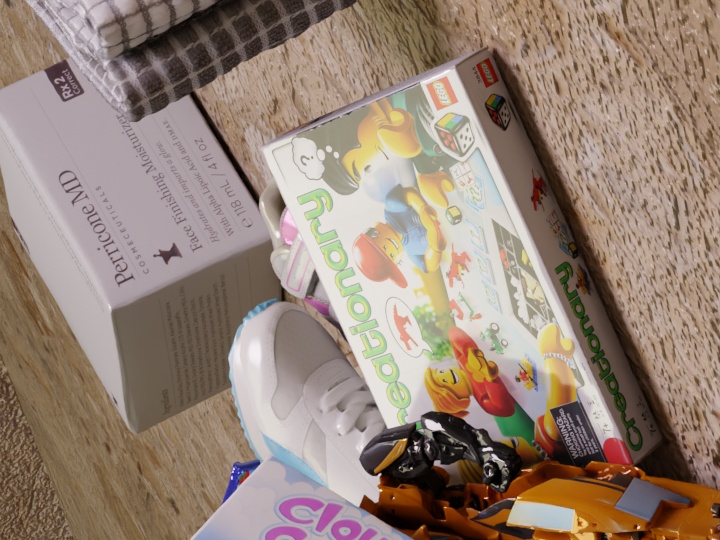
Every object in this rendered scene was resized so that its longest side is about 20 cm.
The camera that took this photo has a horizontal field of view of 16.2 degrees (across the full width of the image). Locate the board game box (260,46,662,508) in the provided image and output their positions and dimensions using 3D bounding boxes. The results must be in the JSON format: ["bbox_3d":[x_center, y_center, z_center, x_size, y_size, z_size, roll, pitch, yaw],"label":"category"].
[{"bbox_3d":[0.046,0.010,1.180,0.126,0.035,0.201,-20,97,40],"label":"board game box"}]

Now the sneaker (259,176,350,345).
[{"bbox_3d":[0.000,0.000,1.303,0.088,0.081,0.200,33,-177,-32],"label":"sneaker"}]

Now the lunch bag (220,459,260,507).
[{"bbox_3d":[0.000,0.162,1.529,0.150,0.094,0.200,21,159,-9],"label":"lunch bag"}]

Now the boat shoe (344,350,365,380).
[{"bbox_3d":[-0.004,0.105,1.586,0.065,0.071,0.200,61,165,13],"label":"boat shoe"}]

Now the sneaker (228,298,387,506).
[{"bbox_3d":[0.008,0.099,1.274,0.081,0.076,0.200,-28,94,42],"label":"sneaker"}]

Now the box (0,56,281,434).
[{"bbox_3d":[-0.157,-0.027,1.791,0.199,0.130,0.200,57,165,24],"label":"box"}]

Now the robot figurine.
[{"bbox_3d":[0.084,0.135,1.154,0.199,0.058,0.145,5,130,28],"label":"robot figurine"}]

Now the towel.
[{"bbox_3d":[-0.086,-0.167,1.220,0.200,0.165,0.086,48,165,49],"label":"towel"}]

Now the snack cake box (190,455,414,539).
[{"bbox_3d":[0.016,0.186,1.148,0.200,0.067,0.115,29,141,20],"label":"snack cake box"}]
